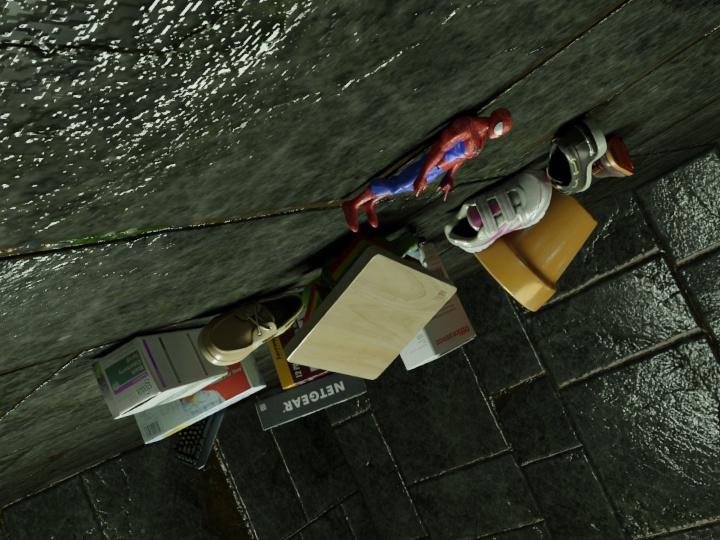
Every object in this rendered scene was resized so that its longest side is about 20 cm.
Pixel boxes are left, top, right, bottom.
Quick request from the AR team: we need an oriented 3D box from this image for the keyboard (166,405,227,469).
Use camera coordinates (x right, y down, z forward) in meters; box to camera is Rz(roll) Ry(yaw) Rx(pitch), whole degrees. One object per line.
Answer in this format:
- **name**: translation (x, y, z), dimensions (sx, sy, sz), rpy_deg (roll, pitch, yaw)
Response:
- **keyboard**: translation (-0.271, 0.207, 1.184), dimensions (0.124, 0.204, 0.021), rpy_deg (12, 165, 26)

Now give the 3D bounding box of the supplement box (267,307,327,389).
- **supplement box**: translation (-0.060, 0.114, 1.303), dimensions (0.196, 0.136, 0.197), rpy_deg (-21, 172, -3)

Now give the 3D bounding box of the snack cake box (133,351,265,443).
- **snack cake box**: translation (-0.262, 0.172, 1.133), dimensions (0.197, 0.117, 0.067), rpy_deg (-26, 170, 6)

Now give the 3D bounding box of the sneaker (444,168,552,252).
- **sneaker**: translation (0.213, -0.088, 1.140), dimensions (0.199, 0.083, 0.087), rpy_deg (-38, 162, 35)

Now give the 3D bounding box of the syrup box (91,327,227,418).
- **syrup box**: translation (-0.269, 0.135, 0.992), dimensions (0.078, 0.083, 0.200), rpy_deg (-29, 172, 12)

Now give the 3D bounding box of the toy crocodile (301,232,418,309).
- **toy crocodile**: translation (0.000, 0.000, 1.078), dimensions (0.197, 0.063, 0.068), rpy_deg (-26, 173, -12)

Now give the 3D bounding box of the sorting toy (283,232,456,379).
- **sorting toy**: translation (0.007, 0.051, 1.035), dimensions (0.198, 0.070, 0.199), rpy_deg (20, 117, -48)

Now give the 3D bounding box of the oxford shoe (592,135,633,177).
- **oxford shoe**: translation (0.439, -0.189, 1.283), dimensions (0.072, 0.073, 0.199), rpy_deg (-24, 175, 25)

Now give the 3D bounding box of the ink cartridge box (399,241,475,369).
- **ink cartridge box**: translation (0.112, 0.064, 1.354), dimensions (0.083, 0.204, 0.143), rpy_deg (-32, 170, 41)

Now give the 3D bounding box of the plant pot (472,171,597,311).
- **plant pot**: translation (0.307, -0.066, 1.270), dimensions (0.183, 0.201, 0.199), rpy_deg (-45, 167, 17)

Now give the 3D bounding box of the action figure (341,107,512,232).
- **action figure**: translation (0.069, -0.100, 0.719), dimensions (0.199, 0.053, 0.065), rpy_deg (-35, 165, 35)

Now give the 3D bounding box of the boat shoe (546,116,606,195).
- **boat shoe**: translation (0.296, -0.153, 1.036), dimensions (0.060, 0.073, 0.201), rpy_deg (-28, 164, -1)

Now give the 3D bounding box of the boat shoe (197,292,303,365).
- **boat shoe**: translation (-0.156, 0.074, 1.048), dimensions (0.064, 0.072, 0.199), rpy_deg (-38, 176, 33)

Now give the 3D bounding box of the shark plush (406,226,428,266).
- **shark plush**: translation (0.075, -0.002, 1.193), dimensions (0.083, 0.092, 0.200), rpy_deg (-34, 172, -24)

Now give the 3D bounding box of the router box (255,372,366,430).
- **router box**: translation (-0.086, 0.233, 1.333), dimensions (0.196, 0.053, 0.157), rpy_deg (-20, 171, -3)
